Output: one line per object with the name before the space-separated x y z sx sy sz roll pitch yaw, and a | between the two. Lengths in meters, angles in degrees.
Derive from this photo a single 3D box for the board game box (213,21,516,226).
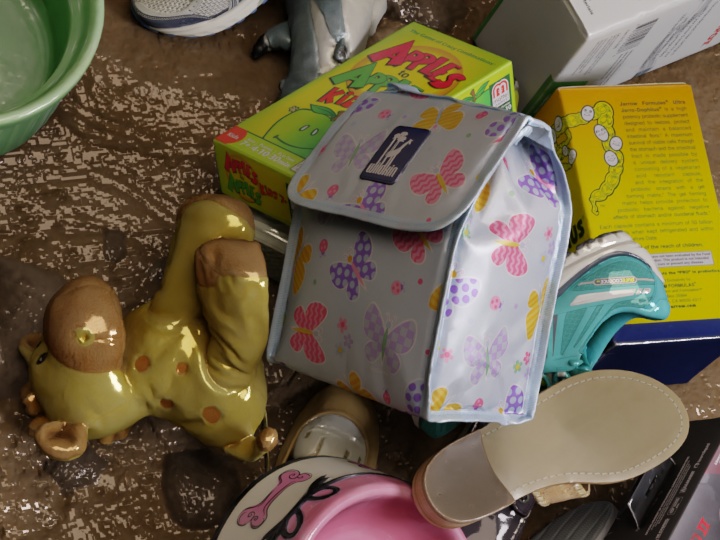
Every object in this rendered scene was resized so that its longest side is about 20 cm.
board game box | 0.005 -0.102 1.680 0.200 0.048 0.102 -33 42 -31

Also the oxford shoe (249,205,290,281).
oxford shoe | 0.000 0.000 1.681 0.200 0.075 0.058 29 64 0

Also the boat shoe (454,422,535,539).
boat shoe | 0.100 0.132 1.662 0.072 0.065 0.200 29 64 -8

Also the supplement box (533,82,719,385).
supplement box | 0.192 -0.024 1.733 0.109 0.109 0.200 -3 69 -19

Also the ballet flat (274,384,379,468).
ballet flat | -0.032 0.156 1.611 0.069 0.063 0.200 26 63 -3

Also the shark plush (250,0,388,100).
shark plush | -0.040 -0.163 1.759 0.083 0.091 0.200 12 80 12

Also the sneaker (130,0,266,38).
sneaker | -0.083 -0.236 1.705 0.200 0.085 0.077 -24 67 13

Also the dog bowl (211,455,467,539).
dog bowl | -0.005 0.220 1.543 0.200 0.074 0.201 4 84 -39

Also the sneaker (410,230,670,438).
sneaker | 0.120 0.054 1.620 0.200 0.078 0.080 -37 74 9

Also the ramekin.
ramekin | -0.284 -0.170 1.643 0.200 0.098 0.200 7 67 -15

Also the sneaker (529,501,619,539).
sneaker | 0.127 0.246 1.633 0.200 0.073 0.071 -50 118 -30

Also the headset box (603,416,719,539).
headset box | 0.252 0.208 1.637 0.200 0.075 0.149 47 57 -19

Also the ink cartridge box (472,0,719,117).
ink cartridge box | 0.205 -0.206 1.791 0.200 0.147 0.083 -22 76 -26

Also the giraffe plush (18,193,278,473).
giraffe plush | -0.147 0.053 1.579 0.162 0.173 0.200 -5 95 -9

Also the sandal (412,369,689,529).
sandal | 0.116 0.124 1.592 0.211 0.070 0.078 -17 80 -29

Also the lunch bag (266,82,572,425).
lunch bag | 0.037 -0.016 1.540 0.127 0.169 0.200 8 97 -42

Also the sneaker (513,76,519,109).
sneaker | 0.082 -0.061 1.745 0.076 0.075 0.200 44 48 -37
